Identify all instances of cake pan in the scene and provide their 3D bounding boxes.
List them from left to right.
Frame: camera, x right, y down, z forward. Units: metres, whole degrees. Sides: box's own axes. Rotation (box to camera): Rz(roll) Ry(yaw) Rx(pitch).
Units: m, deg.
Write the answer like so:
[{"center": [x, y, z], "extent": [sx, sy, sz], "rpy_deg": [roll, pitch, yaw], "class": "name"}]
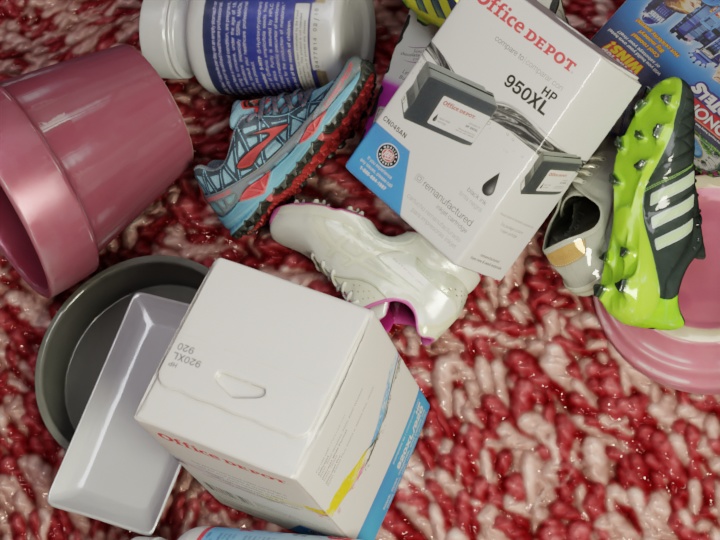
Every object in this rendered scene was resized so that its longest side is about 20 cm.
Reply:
[{"center": [-0.187, 0.084, 1.481], "extent": [0.199, 0.037, 0.202], "rpy_deg": [-7, 63, 13], "class": "cake pan"}]

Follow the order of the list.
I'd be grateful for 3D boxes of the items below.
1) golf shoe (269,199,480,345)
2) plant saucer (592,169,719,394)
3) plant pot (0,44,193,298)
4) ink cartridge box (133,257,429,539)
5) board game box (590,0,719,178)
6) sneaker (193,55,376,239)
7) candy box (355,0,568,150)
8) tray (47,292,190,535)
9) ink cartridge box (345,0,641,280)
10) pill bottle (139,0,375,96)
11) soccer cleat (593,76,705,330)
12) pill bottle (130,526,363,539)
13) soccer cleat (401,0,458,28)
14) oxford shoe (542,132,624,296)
[{"center": [0.000, 0.000, 1.448], "extent": [0.199, 0.075, 0.092], "rpy_deg": [18, 74, 25], "class": "golf shoe"}, {"center": [0.286, -0.001, 1.375], "extent": [0.199, 0.051, 0.202], "rpy_deg": [-6, 63, 13], "class": "plant saucer"}, {"center": [-0.258, -0.105, 1.520], "extent": [0.178, 0.201, 0.200], "rpy_deg": [-33, 59, -19], "class": "plant pot"}, {"center": [-0.055, 0.111, 1.334], "extent": [0.146, 0.200, 0.145], "rpy_deg": [17, 71, 23], "class": "ink cartridge box"}, {"center": [0.270, -0.162, 1.425], "extent": [0.199, 0.062, 0.200], "rpy_deg": [-33, 63, -19], "class": "board game box"}, {"center": [-0.072, -0.123, 1.482], "extent": [0.096, 0.079, 0.200], "rpy_deg": [47, 106, 7], "class": "sneaker"}, {"center": [0.092, -0.157, 1.503], "extent": [0.135, 0.061, 0.201], "rpy_deg": [13, 70, 22], "class": "candy box"}, {"center": [-0.180, 0.120, 1.426], "extent": [0.107, 0.022, 0.201], "rpy_deg": [13, 69, 21], "class": "tray"}, {"center": [0.105, -0.118, 1.367], "extent": [0.145, 0.084, 0.201], "rpy_deg": [42, 103, 31], "class": "ink cartridge box"}, {"center": [-0.096, -0.220, 1.556], "extent": [0.198, 0.120, 0.121], "rpy_deg": [3, 65, 17], "class": "pill bottle"}, {"center": [0.238, -0.051, 1.334], "extent": [0.067, 0.081, 0.202], "rpy_deg": [-5, 69, 60], "class": "soccer cleat"}, {"center": [-0.088, 0.258, 1.325], "extent": [0.198, 0.109, 0.109], "rpy_deg": [3, 65, 18], "class": "pill bottle"}, {"center": [0.057, -0.274, 1.481], "extent": [0.065, 0.084, 0.200], "rpy_deg": [-29, 56, -32], "class": "soccer cleat"}, {"center": [0.189, -0.067, 1.402], "extent": [0.075, 0.058, 0.201], "rpy_deg": [-26, 33, 35], "class": "oxford shoe"}]
